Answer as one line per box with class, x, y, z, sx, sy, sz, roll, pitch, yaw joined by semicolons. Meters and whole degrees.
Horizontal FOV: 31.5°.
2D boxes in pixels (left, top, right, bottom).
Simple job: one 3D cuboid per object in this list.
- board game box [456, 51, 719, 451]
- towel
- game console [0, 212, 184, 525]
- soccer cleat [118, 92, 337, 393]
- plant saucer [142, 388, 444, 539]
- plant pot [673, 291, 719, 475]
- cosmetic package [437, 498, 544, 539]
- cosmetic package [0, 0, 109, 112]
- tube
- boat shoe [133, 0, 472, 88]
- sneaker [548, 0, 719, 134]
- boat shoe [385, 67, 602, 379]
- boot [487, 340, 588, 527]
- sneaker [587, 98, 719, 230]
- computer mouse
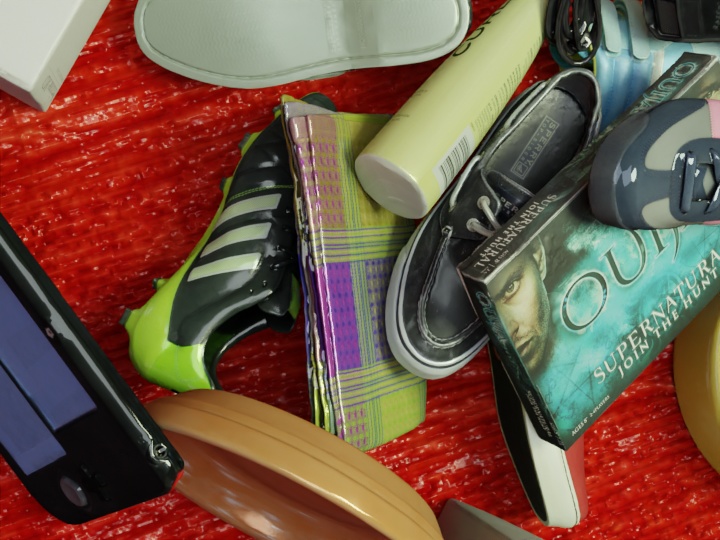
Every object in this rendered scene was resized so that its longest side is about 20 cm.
board game box;0.152;-0.012;0.728;0.200;0.028;0.135;-43;125;-19
towel;0.000;0.000;0.744;0.023;0.144;0.200;-7;91;25
game console;-0.188;0.048;0.692;0.031;0.177;0.200;-39;96;-31
soccer cleat;-0.058;-0.013;0.747;0.081;0.068;0.200;28;76;20
plant saucer;-0.037;0.121;0.705;0.200;0.200;0.037;30;68;-8
plant pot;0.315;0.060;0.760;0.200;0.189;0.201;0;89;-10
cosmetic package;0.133;0.237;0.725;0.199;0.200;0.123;28;83;-8
cosmetic package;-0.164;-0.198;0.728;0.071;0.101;0.200;30;86;-9
tube;0.072;-0.117;0.751;0.200;0.058;0.052;-51;129;-22
boat shoe;-0.033;-0.147;0.769;0.200;0.060;0.076;4;100;5
sneaker;0.193;-0.163;0.796;0.130;0.080;0.200;20;86;-10
boat shoe;0.081;-0.030;0.732;0.072;0.068;0.200;35;75;-3
boot;0.154;0.052;0.796;0.144;0.072;0.200;-9;88;-10
sneaker;0.213;-0.057;0.689;0.200;0.082;0.070;-14;114;-33
computer mouse;0.204;-0.192;0.726;0.200;0.046;0.141;-2;117;1
